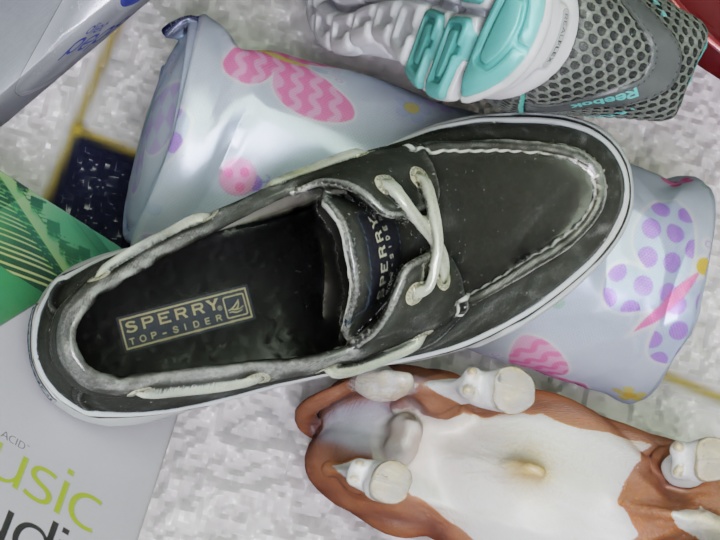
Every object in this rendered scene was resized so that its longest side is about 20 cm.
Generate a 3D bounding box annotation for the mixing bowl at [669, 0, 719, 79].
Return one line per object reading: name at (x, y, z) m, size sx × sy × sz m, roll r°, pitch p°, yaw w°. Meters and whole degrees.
mixing bowl at (0.164, -0.137, 0.861) m, size 0.199 × 0.108 × 0.201 m, roll 2°, pitch 79°, yaw -13°

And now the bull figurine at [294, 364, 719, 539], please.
bull figurine at (0.076, 0.074, 0.800) m, size 0.199 × 0.121 × 0.065 m, roll 12°, pitch 80°, yaw -4°

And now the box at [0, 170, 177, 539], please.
box at (-0.129, 0.044, 0.718) m, size 0.144 × 0.036 × 0.200 m, roll 33°, pitch 36°, yaw -15°

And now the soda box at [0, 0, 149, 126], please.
soda box at (-0.073, -0.131, 0.791) m, size 0.200 × 0.063 × 0.068 m, roll -39°, pitch 91°, yaw 8°

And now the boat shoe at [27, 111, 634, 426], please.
boat shoe at (0.000, 0.000, 0.728) m, size 0.200 × 0.064 × 0.071 m, roll -20°, pitch 90°, yaw -17°

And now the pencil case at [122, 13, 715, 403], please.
pencil case at (0.019, -0.019, 0.818) m, size 0.199 × 0.091 × 0.083 m, roll 17°, pitch 95°, yaw -8°

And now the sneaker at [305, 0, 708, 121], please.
sneaker at (0.044, -0.089, 0.796) m, size 0.091 × 0.200 × 0.078 m, roll 15°, pitch 107°, yaw -24°
